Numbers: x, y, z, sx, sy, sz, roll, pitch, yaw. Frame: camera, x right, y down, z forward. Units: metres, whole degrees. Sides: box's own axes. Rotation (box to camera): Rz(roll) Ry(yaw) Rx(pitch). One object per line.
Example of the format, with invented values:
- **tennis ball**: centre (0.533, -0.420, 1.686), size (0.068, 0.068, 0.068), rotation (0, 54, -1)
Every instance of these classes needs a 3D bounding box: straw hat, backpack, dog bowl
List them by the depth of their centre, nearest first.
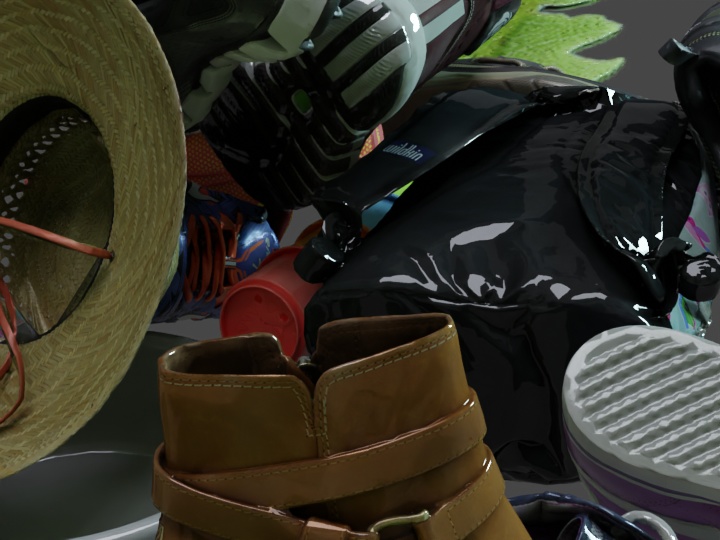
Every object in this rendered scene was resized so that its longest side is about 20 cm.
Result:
- **straw hat**: centre (-0.115, -0.017, 1.082), size (0.201, 0.202, 0.085), rotation (17, 4, 38)
- **dog bowl**: centre (-0.116, 0.088, 1.090), size (0.199, 0.059, 0.200), rotation (-5, 26, 2)
- **backpack**: centre (0.073, 0.003, 1.145), size (0.166, 0.127, 0.200), rotation (10, 29, 13)

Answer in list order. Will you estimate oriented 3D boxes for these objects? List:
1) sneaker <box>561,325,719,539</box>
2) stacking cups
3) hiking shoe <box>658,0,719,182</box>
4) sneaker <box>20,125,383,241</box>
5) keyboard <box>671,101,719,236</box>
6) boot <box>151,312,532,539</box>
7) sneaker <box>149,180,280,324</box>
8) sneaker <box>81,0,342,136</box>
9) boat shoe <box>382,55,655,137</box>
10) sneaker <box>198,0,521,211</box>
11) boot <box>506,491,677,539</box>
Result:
- **sneaker**: centre (0.167, 0.090, 0.990), size (0.200, 0.114, 0.073), rotation (26, 66, 18)
- **stacking cups**: centre (0.000, 0.000, 1.208), size (0.060, 0.061, 0.200), rotation (8, 22, 26)
- **hiking shoe**: centre (0.193, -0.021, 1.135), size (0.200, 0.076, 0.101), rotation (46, 28, 6)
- **sneaker**: centre (-0.079, -0.039, 1.324), size (0.199, 0.078, 0.073), rotation (-10, 5, 33)
- **keyboard**: centre (0.168, -0.029, 1.237), size (0.199, 0.104, 0.040), rotation (6, 56, 25)
- **boot**: centre (0.033, 0.085, 0.855), size (0.199, 0.156, 0.077), rotation (-5, 16, -1)
- **sneaker**: centre (-0.073, -0.011, 1.210), size (0.078, 0.076, 0.200), rotation (8, 5, 1)
- **sneaker**: centre (-0.084, -0.104, 1.116), size (0.090, 0.067, 0.200), rotation (20, -21, -22)
- **boat shoe**: centre (0.077, -0.076, 1.358), size (0.199, 0.075, 0.073), rotation (11, 31, 29)
- **sneaker**: centre (0.009, -0.092, 1.182), size (0.115, 0.076, 0.200), rotation (-35, 5, -25)
- **boot**: centre (0.104, 0.123, 0.935), size (0.199, 0.091, 0.073), rotation (-3, 26, 6)
